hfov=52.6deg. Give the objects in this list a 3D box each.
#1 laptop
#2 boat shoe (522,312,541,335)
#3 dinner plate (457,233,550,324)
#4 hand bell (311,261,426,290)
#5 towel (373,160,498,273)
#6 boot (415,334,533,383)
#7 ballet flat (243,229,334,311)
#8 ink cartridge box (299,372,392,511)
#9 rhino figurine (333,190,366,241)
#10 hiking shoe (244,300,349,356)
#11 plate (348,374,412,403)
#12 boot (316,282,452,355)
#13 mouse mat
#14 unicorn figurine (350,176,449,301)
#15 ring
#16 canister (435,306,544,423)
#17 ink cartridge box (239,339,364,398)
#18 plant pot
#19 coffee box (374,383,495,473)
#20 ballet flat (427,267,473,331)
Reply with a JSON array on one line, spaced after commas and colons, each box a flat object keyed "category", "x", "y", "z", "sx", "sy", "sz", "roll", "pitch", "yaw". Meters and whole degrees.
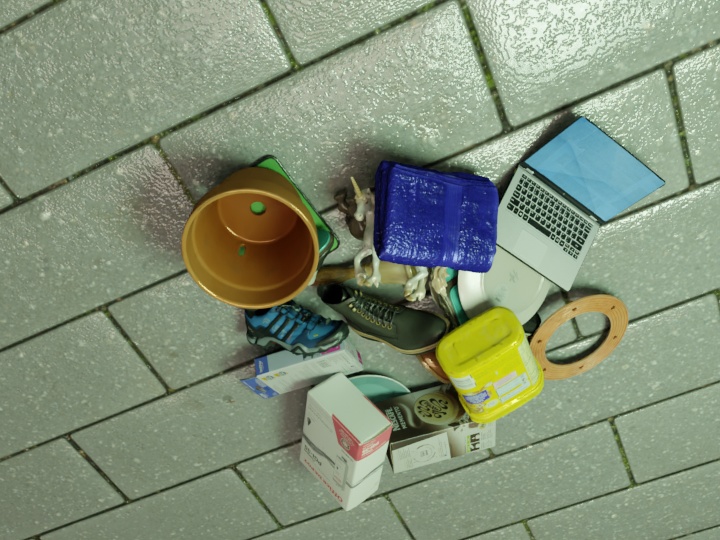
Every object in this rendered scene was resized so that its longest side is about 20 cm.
[{"category": "laptop", "x": 0.326, "y": -0.094, "z": 1.116, "sx": 0.186, "sy": 0.116, "sz": 0.202, "roll": 31, "pitch": 82, "yaw": -20}, {"category": "boat shoe", "x": 0.241, "y": 0.037, "z": 1.228, "sx": 0.201, "sy": 0.074, "sz": 0.063, "roll": 41, "pitch": 122, "yaw": -20}, {"category": "dinner plate", "x": 0.243, "y": 0.005, "z": 1.176, "sx": 0.198, "sy": 0.024, "sz": 0.203, "roll": -7, "pitch": 105, "yaw": -26}, {"category": "hand bell", "x": 0.000, "y": 0.000, "z": 1.201, "sx": 0.198, "sy": 0.105, "sz": 0.105, "roll": -10, "pitch": 124, "yaw": 19}, {"category": "towel", "x": 0.114, "y": -0.078, "z": 1.059, "sx": 0.198, "sy": 0.049, "sz": 0.150, "roll": 5, "pitch": 81, "yaw": -26}, {"category": "boot", "x": 0.207, "y": 0.135, "z": 1.288, "sx": 0.198, "sy": 0.077, "sz": 0.156, "roll": 26, "pitch": 120, "yaw": -20}, {"category": "ballet flat", "x": -0.120, "y": 0.003, "z": 1.190, "sx": 0.199, "sy": 0.068, "sz": 0.069, "roll": -29, "pitch": 137, "yaw": 9}, {"category": "ink cartridge box", "x": -0.030, "y": 0.309, "z": 1.306, "sx": 0.082, "sy": 0.146, "sz": 0.202, "roll": -25, "pitch": 140, "yaw": -36}, {"category": "rhino figurine", "x": 0.063, "y": -0.103, "z": 1.137, "sx": 0.198, "sy": 0.060, "sz": 0.088, "roll": -16, "pitch": 117, "yaw": 10}, {"category": "hiking shoe", "x": -0.115, "y": 0.087, "z": 1.220, "sx": 0.198, "sy": 0.075, "sz": 0.088, "roll": 1, "pitch": 119, "yaw": 23}, {"category": "plate", "x": 0.012, "y": 0.271, "z": 1.402, "sx": 0.197, "sy": 0.026, "sz": 0.202, "roll": -1, "pitch": 123, "yaw": -2}, {"category": "boot", "x": 0.034, "y": 0.073, "z": 1.173, "sx": 0.198, "sy": 0.078, "sz": 0.138, "roll": 1, "pitch": 154, "yaw": 37}, {"category": "mouse mat", "x": -0.147, "y": -0.073, "z": 1.181, "sx": 0.160, "sy": 0.008, "sz": 0.201, "roll": -29, "pitch": 121, "yaw": 16}, {"category": "unicorn figurine", "x": 0.044, "y": -0.037, "z": 1.090, "sx": 0.198, "sy": 0.074, "sz": 0.139, "roll": 18, "pitch": 83, "yaw": -21}, {"category": "ring", "x": 0.382, "y": 0.117, "z": 1.292, "sx": 0.198, "sy": 0.019, "sz": 0.202, "roll": -11, "pitch": 131, "yaw": -12}, {"category": "canister", "x": 0.212, "y": 0.155, "z": 1.179, "sx": 0.148, "sy": 0.087, "sz": 0.200, "roll": -31, "pitch": 143, "yaw": 3}, {"category": "ink cartridge box", "x": -0.104, "y": 0.172, "z": 1.295, "sx": 0.198, "sy": 0.042, "sz": 0.119, "roll": -19, "pitch": 152, "yaw": 8}, {"category": "plant pot", "x": -0.159, "y": -0.065, "z": 1.098, "sx": 0.197, "sy": 0.141, "sz": 0.202, "roll": -1, "pitch": 124, "yaw": -1}, {"category": "coffee box", "x": 0.135, "y": 0.282, "z": 1.338, "sx": 0.198, "sy": 0.113, "sz": 0.081, "roll": -13, "pitch": 124, "yaw": -10}, {"category": "ballet flat", "x": 0.136, "y": 0.015, "z": 1.176, "sx": 0.067, "sy": 0.075, "sz": 0.202, "roll": -29, "pitch": 114, "yaw": -30}]
